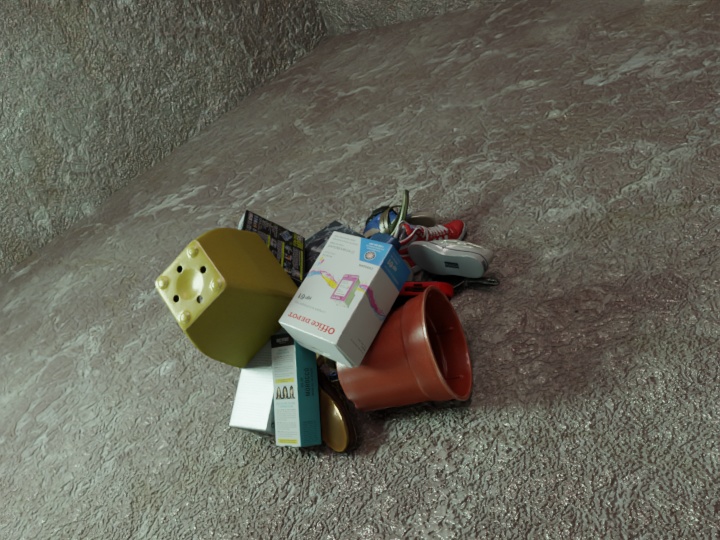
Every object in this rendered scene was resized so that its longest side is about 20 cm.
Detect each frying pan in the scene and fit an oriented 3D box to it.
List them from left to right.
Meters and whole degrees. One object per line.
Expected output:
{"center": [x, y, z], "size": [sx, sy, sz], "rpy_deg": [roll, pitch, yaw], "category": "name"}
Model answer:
{"center": [0.219, 0.010, 1.426], "size": [0.187, 0.031, 0.116], "rpy_deg": [-5, 36, 26], "category": "frying pan"}

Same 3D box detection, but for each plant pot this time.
{"center": [-0.259, 0.041, 1.223], "size": [0.195, 0.199, 0.195], "rpy_deg": [-44, 67, 10], "category": "plant pot"}
{"center": [0.072, 0.155, 1.176], "size": [0.193, 0.202, 0.202], "rpy_deg": [-21, 29, 24], "category": "plant pot"}

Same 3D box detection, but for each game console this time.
{"center": [0.075, 0.062, 1.284], "size": [0.196, 0.177, 0.032], "rpy_deg": [0, 71, -1], "category": "game console"}

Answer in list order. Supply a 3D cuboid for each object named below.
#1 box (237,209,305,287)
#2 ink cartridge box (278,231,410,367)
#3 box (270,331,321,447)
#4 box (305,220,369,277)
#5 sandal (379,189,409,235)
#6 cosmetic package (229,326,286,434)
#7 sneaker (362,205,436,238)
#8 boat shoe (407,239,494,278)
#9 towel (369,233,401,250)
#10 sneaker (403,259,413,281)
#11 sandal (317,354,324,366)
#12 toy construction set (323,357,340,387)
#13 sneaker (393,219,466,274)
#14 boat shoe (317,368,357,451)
{"center": [-0.201, -0.041, 1.475], "size": [0.045, 0.158, 0.201], "rpy_deg": [-55, 21, 25], "category": "box"}
{"center": [-0.026, 0.046, 1.143], "size": [0.143, 0.085, 0.202], "rpy_deg": [14, 66, 39], "category": "ink cartridge box"}
{"center": [-0.119, 0.214, 1.209], "size": [0.049, 0.204, 0.082], "rpy_deg": [4, -12, -40], "category": "box"}
{"center": [-0.074, 0.000, 1.580], "size": [0.195, 0.119, 0.199], "rpy_deg": [-35, 30, -15], "category": "box"}
{"center": [0.064, -0.102, 1.582], "size": [0.203, 0.057, 0.080], "rpy_deg": [-62, 7, 19], "category": "sandal"}
{"center": [-0.178, 0.212, 1.291], "size": [0.100, 0.071, 0.204], "rpy_deg": [-2, 69, 34], "category": "cosmetic package"}
{"center": [0.097, -0.128, 1.683], "size": [0.197, 0.077, 0.112], "rpy_deg": [-20, 39, 23], "category": "sneaker"}
{"center": [0.194, -0.036, 1.425], "size": [0.198, 0.073, 0.066], "rpy_deg": [8, 38, 42], "category": "boat shoe"}
{"center": [0.000, 0.000, 1.434], "size": [0.200, 0.049, 0.111], "rpy_deg": [-47, 14, -10], "category": "towel"}
{"center": [0.043, 0.044, 1.442], "size": [0.103, 0.076, 0.200], "rpy_deg": [-20, 13, 25], "category": "sneaker"}
{"center": [-0.139, 0.205, 1.360], "size": [0.077, 0.070, 0.213], "rpy_deg": [-1, 39, 36], "category": "sandal"}
{"center": [-0.048, 0.147, 1.365], "size": [0.130, 0.093, 0.200], "rpy_deg": [-29, 42, -17], "category": "toy construction set"}
{"center": [0.158, -0.086, 1.537], "size": [0.199, 0.114, 0.071], "rpy_deg": [-37, 33, -18], "category": "sneaker"}
{"center": [-0.055, 0.248, 1.221], "size": [0.201, 0.069, 0.071], "rpy_deg": [51, 121, 41], "category": "boat shoe"}
